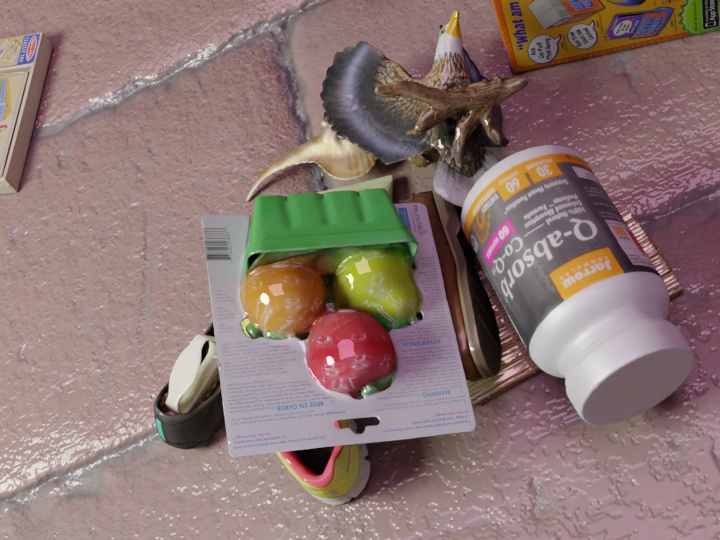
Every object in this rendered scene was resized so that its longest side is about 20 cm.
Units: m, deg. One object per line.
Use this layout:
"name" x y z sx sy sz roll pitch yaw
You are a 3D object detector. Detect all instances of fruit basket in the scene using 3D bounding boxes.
"fruit basket" -0.020 0.040 0.903 0.184 0.094 0.202 -5 67 -12

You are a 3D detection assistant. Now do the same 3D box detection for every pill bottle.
"pill bottle" 0.166 0.010 0.917 0.116 0.117 0.201 -27 56 2

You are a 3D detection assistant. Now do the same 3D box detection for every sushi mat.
"sushi mat" 0.159 0.027 0.987 0.199 0.012 0.096 -29 54 1

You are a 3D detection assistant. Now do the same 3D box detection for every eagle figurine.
"eagle figurine" 0.067 -0.150 1.032 0.151 0.151 0.200 -53 18 -4

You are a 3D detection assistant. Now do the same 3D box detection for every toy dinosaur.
"toy dinosaur" -0.021 -0.125 1.113 0.198 0.058 0.102 -6 60 16

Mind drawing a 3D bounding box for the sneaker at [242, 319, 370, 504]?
"sneaker" -0.054 0.088 0.940 0.078 0.090 0.201 -31 77 6

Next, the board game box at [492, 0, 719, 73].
"board game box" 0.206 -0.335 1.075 0.198 0.200 0.201 -10 57 12

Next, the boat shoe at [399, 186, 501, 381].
"boat shoe" 0.066 0.016 0.983 0.068 0.072 0.201 -21 43 12

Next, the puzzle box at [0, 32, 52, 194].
"puzzle box" -0.414 -0.166 1.293 0.132 0.025 0.201 -6 59 15

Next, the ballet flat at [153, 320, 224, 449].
"ballet flat" -0.110 0.062 1.025 0.068 0.069 0.201 20 68 30

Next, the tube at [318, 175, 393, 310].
"tube" 0.000 0.000 1.039 0.058 0.052 0.201 15 49 -24
